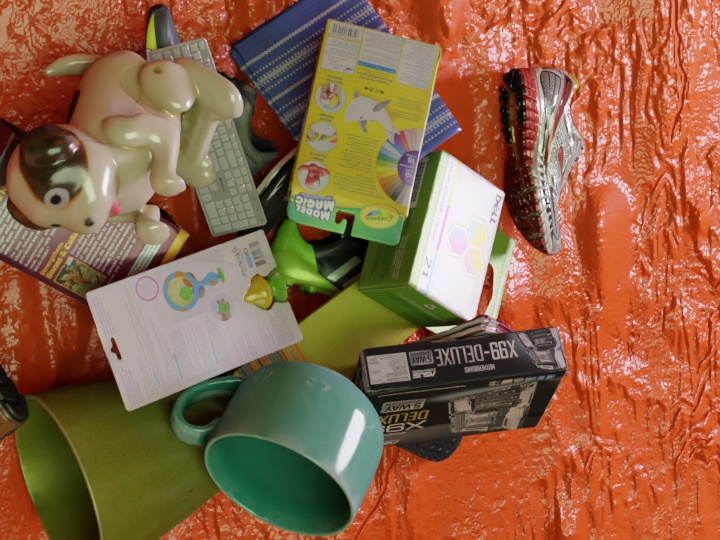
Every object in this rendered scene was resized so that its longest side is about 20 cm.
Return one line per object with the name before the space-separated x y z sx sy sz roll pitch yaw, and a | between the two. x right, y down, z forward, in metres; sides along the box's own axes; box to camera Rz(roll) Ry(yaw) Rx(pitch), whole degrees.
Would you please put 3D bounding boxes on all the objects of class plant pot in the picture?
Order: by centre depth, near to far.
plant pot | -0.208 0.176 1.747 0.199 0.187 0.188 -20 112 -28

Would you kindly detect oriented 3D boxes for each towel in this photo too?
towel | -0.016 -0.176 1.739 0.145 0.024 0.200 -36 85 -12
towel | -0.034 0.078 1.771 0.200 0.018 0.086 -36 114 -17
towel | 0.110 0.096 1.823 0.144 0.023 0.200 -22 154 24

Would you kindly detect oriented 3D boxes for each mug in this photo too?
mug | -0.066 0.148 1.672 0.185 0.152 0.115 42 52 -19

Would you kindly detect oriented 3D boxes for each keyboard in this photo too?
keyboard | -0.143 -0.123 1.688 0.056 0.011 0.201 -16 119 2

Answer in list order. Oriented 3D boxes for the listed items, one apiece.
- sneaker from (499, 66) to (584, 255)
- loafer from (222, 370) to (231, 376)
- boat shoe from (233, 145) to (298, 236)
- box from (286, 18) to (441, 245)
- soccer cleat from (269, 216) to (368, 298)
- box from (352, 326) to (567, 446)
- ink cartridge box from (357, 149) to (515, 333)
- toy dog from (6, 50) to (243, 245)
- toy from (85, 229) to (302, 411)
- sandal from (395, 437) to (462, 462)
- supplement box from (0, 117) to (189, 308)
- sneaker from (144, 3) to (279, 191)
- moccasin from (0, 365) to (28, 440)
sneaker | 0.198 -0.112 1.854 0.082 0.078 0.201 -9 108 -19
loafer | -0.106 0.098 1.805 0.200 0.072 0.073 40 88 -26
boat shoe | -0.044 -0.098 1.766 0.063 0.074 0.201 44 84 4
box | 0.001 -0.127 1.697 0.117 0.048 0.201 14 75 -5
soccer cleat | 0.000 0.000 1.824 0.199 0.067 0.081 17 86 -23
box | 0.090 0.118 1.774 0.199 0.158 0.050 -6 65 -10
ink cartridge box | 0.104 -0.011 1.800 0.200 0.076 0.148 30 66 -38
toy dog | -0.227 -0.111 1.587 0.194 0.140 0.200 42 47 1
toy | -0.161 0.047 1.697 0.199 0.047 0.116 -21 92 -29
sandal | 0.028 0.147 1.891 0.200 0.045 0.075 32 98 -39
supplement box | -0.279 -0.045 1.694 0.200 0.086 0.111 31 93 -25
sneaker | -0.144 -0.171 1.707 0.081 0.074 0.200 -22 120 9
moccasin | -0.391 0.073 1.682 0.078 0.074 0.202 -29 98 14
